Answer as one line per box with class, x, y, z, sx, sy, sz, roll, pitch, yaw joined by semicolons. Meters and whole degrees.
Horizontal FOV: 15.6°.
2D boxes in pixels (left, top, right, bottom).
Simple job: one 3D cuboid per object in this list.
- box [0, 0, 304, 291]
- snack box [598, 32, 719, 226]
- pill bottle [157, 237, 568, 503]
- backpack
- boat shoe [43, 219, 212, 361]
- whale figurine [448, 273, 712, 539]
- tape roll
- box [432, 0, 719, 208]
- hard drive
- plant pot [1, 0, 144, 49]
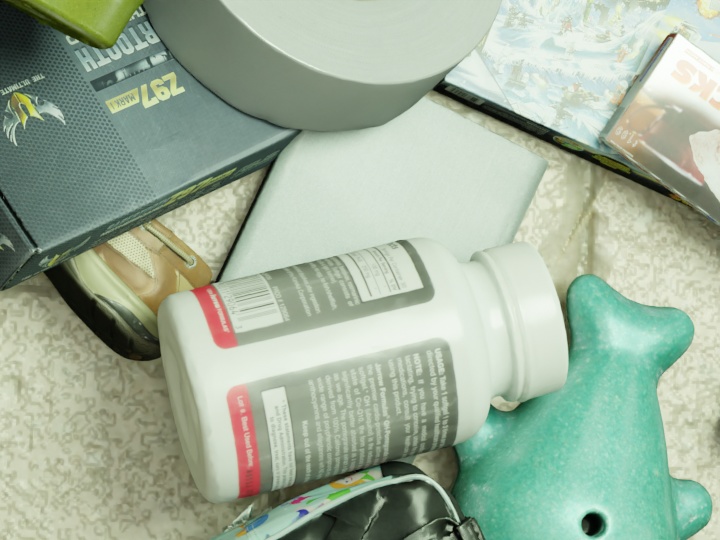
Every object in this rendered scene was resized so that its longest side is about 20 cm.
box;-0.145;-0.097;1.360;0.199;0.051;0.158;-27;81;-40
snack box;0.232;-0.045;1.451;0.199;0.024;0.072;35;90;-8
pill bottle;0.002;0.045;1.366;0.198;0.111;0.112;-13;88;-12
backpack;-0.024;0.206;1.361;0.199;0.151;0.179;-25;93;-10
boat shoe;-0.159;-0.043;1.402;0.074;0.076;0.200;-45;102;-16
whale figurine;0.124;0.103;1.421;0.158;0.104;0.201;23;81;-8
tape roll;-0.023;-0.176;1.397;0.199;0.066;0.202;12;63;-24
box;0.156;-0.126;1.478;0.199;0.040;0.138;24;82;-8
hard drive;0.000;0.000;1.443;0.139;0.033;0.201;26;82;-8
plant pot;-0.133;-0.218;1.254;0.199;0.200;0.194;29;89;-7
